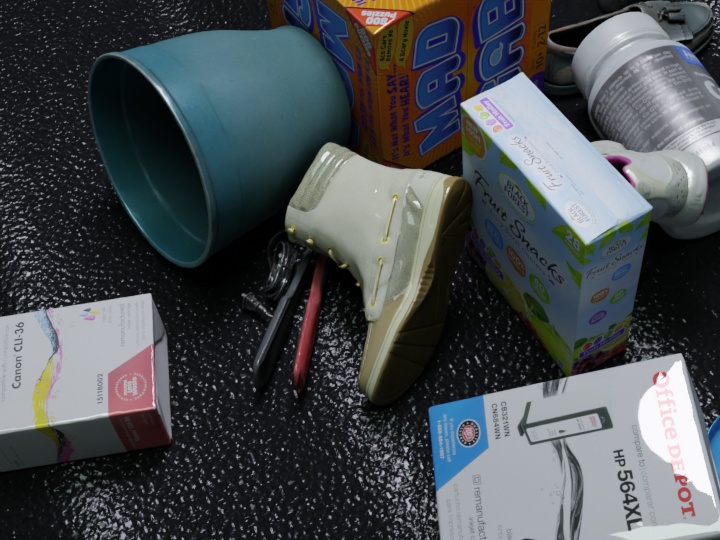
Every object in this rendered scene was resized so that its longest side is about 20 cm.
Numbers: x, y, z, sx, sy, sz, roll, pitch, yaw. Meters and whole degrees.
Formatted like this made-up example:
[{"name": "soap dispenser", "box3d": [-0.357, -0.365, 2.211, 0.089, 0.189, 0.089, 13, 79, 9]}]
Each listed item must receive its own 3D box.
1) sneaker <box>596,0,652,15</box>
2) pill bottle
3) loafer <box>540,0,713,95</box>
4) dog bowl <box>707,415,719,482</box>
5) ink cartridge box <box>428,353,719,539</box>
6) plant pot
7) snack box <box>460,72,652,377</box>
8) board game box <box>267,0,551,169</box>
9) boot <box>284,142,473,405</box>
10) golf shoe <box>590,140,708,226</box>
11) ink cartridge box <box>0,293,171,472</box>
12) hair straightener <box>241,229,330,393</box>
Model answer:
[{"name": "sneaker", "box3d": [0.281, -0.337, 1.216, 0.090, 0.076, 0.200, 14, 48, 23]}, {"name": "pill bottle", "box3d": [0.279, -0.138, 1.042, 0.113, 0.114, 0.201, -19, 56, -8]}, {"name": "loafer", "box3d": [0.270, -0.234, 1.141, 0.199, 0.063, 0.072, -20, 56, -8]}, {"name": "dog bowl", "box3d": [0.360, 0.156, 0.868, 0.198, 0.050, 0.112, -5, 55, 3]}, {"name": "ink cartridge box", "box3d": [0.161, 0.159, 0.838, 0.199, 0.084, 0.147, -15, 52, 15]}, {"name": "plant pot", "box3d": [-0.118, -0.132, 1.044, 0.187, 0.201, 0.200, -28, 56, -30]}, {"name": "snack box", "box3d": [0.153, -0.032, 0.929, 0.067, 0.201, 0.169, -27, 56, -14]}, {"name": "board game box", "box3d": [0.043, -0.248, 1.090, 0.199, 0.200, 0.200, -30, 57, -17]}, {"name": "boot", "box3d": [0.000, 0.000, 0.976, 0.154, 0.072, 0.202, 20, 95, 31]}, {"name": "golf shoe", "box3d": [0.201, -0.077, 0.976, 0.091, 0.200, 0.076, 0, 93, -30]}, {"name": "ink cartridge box", "box3d": [-0.266, 0.098, 0.962, 0.198, 0.068, 0.117, -10, 55, -1]}, {"name": "hair straightener", "box3d": [-0.070, 0.016, 1.015, 0.076, 0.041, 0.201, 5, 56, 9]}]
